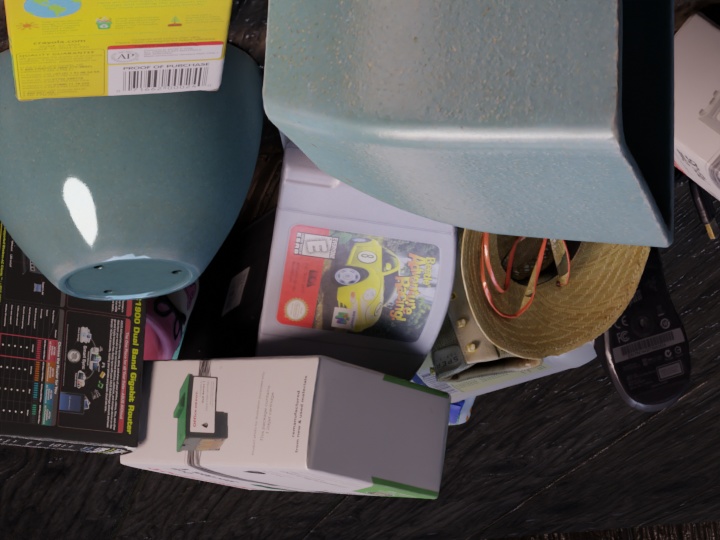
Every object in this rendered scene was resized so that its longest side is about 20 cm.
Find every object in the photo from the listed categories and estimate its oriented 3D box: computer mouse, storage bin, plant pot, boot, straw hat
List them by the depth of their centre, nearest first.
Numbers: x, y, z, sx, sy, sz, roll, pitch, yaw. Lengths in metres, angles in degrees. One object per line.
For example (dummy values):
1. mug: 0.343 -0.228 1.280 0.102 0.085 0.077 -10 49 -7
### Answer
1. plant pot: 0.058 -0.126 1.005 0.200 0.196 0.196 -2 165 17
2. plant pot: -0.157 -0.057 1.224 0.200 0.135 0.200 -6 164 -2
3. straw hat: 0.120 -0.035 1.378 0.201 0.201 0.085 9 -178 -41
4. boot: 0.047 0.007 1.416 0.200 0.155 0.072 2 161 -31
5. computer mouse: 0.228 0.004 1.476 0.140 0.200 0.046 -22 -177 -20
6. storage bin: -0.062 0.033 1.509 0.094 0.135 0.200 25 153 -21

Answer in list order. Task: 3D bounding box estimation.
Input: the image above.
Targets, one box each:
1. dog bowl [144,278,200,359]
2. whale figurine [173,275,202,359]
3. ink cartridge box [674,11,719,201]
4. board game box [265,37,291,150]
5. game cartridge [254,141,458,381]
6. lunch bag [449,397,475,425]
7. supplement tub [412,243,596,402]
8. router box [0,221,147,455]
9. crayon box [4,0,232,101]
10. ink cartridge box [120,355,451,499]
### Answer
1. dog bowl: -0.230 0.030 1.493 0.200 0.074 0.200 1 148 1
2. whale figurine: -0.160 0.066 1.680 0.159 0.104 0.200 -16 163 28
3. ink cartridge box: 0.286 -0.067 1.236 0.083 0.200 0.147 -51 154 4
4. board game box: 0.007 -0.109 1.273 0.126 0.035 0.200 -3 163 1
5. game cartridge: 0.000 0.000 1.326 0.133 0.041 0.200 5 131 -6
6. lunch bag: 0.015 0.081 1.689 0.200 0.160 0.076 -1 124 -36
7. supplement tub: 0.125 0.024 1.574 0.200 0.145 0.145 -20 159 37
8. router box: -0.233 0.028 1.347 0.150 0.200 0.062 10 167 -32
9. crayon box: -0.135 -0.158 1.041 0.127 0.051 0.200 -4 164 -10
10. ink cartridge box: -0.058 0.115 1.367 0.200 0.084 0.146 -5 164 43
